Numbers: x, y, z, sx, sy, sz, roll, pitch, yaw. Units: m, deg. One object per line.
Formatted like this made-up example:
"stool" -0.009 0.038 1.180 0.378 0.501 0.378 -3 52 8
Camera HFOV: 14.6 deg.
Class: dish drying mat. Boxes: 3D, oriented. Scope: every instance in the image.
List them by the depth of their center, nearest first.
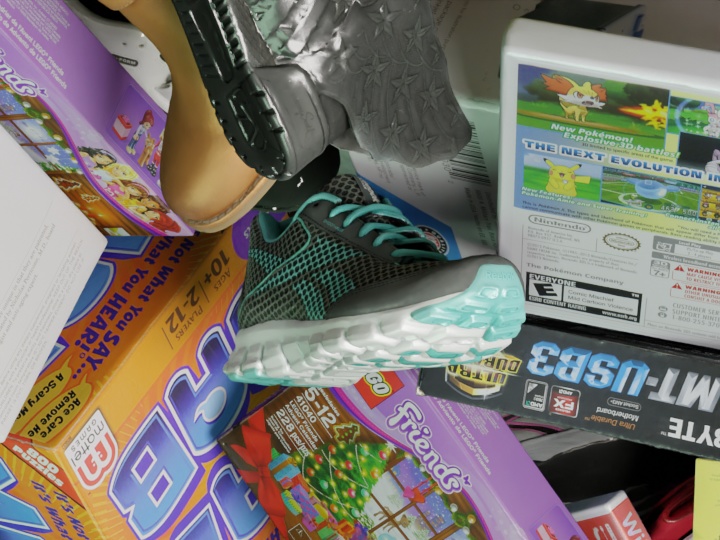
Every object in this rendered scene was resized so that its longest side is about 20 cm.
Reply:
"dish drying mat" 0.169 0.122 1.445 0.018 0.077 0.200 56 170 11

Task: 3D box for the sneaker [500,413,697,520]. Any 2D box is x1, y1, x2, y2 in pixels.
"sneaker" 0.082 0.089 1.483 0.199 0.087 0.081 -10 139 -5

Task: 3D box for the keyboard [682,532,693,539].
"keyboard" 0.191 0.128 1.459 0.011 0.056 0.200 55 132 11

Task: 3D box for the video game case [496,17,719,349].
"video game case" 0.154 -0.024 1.156 0.199 0.022 0.183 11 147 9

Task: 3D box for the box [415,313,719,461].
"box" 0.158 0.051 1.313 0.199 0.050 0.198 11 -176 28

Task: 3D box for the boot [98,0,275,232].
"boot" -0.081 -0.115 1.165 0.155 0.201 0.077 6 -154 -45

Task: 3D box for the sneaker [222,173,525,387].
"sneaker" 0.000 0.000 1.254 0.077 0.092 0.200 5 170 -35

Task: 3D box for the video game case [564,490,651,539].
"video game case" 0.129 0.211 1.412 0.143 0.017 0.201 -21 101 51

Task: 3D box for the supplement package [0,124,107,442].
"supplement package" -0.234 -0.028 1.299 0.121 0.120 0.200 5 149 38

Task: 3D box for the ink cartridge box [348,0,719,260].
"ink cartridge box" 0.100 -0.054 1.260 0.199 0.086 0.147 11 147 24

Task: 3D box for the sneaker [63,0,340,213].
"sneaker" -0.087 -0.100 1.351 0.199 0.074 0.088 33 153 -13

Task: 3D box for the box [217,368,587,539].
"box" 0.033 0.129 1.382 0.137 0.039 0.200 -37 88 42

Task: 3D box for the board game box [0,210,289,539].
"board game box" -0.143 0.071 1.505 0.199 0.200 0.201 11 141 36

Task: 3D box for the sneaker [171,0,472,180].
"sneaker" -0.021 -0.117 1.129 0.060 0.104 0.201 16 133 47

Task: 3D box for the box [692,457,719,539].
"box" 0.239 0.110 1.332 0.075 0.050 0.199 4 -178 40

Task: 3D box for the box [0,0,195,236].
"box" -0.175 -0.088 1.319 0.136 0.039 0.200 0 145 39
